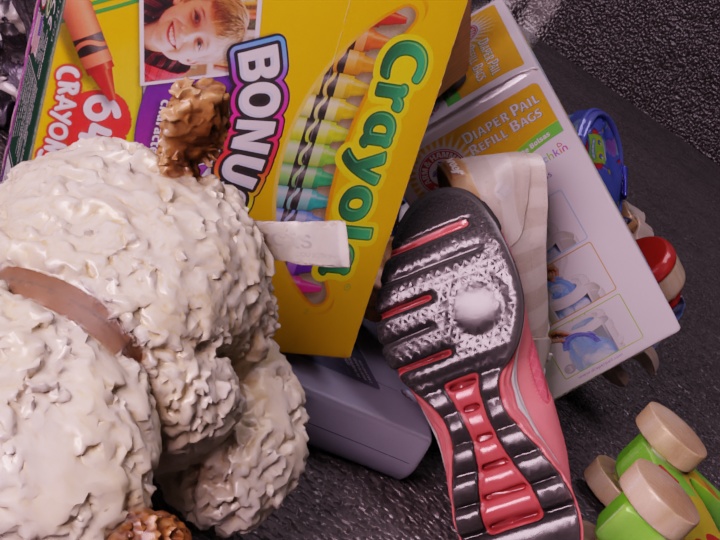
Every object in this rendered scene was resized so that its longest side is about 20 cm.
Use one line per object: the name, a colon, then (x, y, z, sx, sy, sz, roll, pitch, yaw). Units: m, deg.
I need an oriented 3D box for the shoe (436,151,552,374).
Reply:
shoe: (0.084, 0.023, 0.850, 0.053, 0.202, 0.070, -20, 36, -11)

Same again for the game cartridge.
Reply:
game cartridge: (-0.037, 0.030, 0.828, 0.132, 0.041, 0.200, 21, 21, -29)

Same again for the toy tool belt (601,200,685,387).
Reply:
toy tool belt: (0.169, 0.019, 1.092, 0.199, 0.125, 0.123, 20, -31, 56)

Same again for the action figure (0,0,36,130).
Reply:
action figure: (-0.182, -0.097, 0.784, 0.117, 0.103, 0.201, 9, -28, 8)

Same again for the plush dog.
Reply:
plush dog: (-0.103, 0.033, 0.544, 0.199, 0.161, 0.172, 31, 43, -5)

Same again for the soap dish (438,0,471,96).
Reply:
soap dish: (-0.045, -0.110, 0.868, 0.199, 0.157, 0.082, 14, -40, 54)

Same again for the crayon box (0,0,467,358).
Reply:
crayon box: (-0.061, -0.066, 0.684, 0.171, 0.202, 0.058, 7, 27, -24)

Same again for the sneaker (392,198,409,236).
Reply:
sneaker: (0.018, -0.072, 1.036, 0.082, 0.074, 0.201, 42, 54, -30)

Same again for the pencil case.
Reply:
pencil case: (0.092, -0.059, 1.071, 0.198, 0.079, 0.087, -6, -22, 36)

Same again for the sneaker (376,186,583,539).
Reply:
sneaker: (0.059, 0.060, 0.778, 0.087, 0.073, 0.202, 17, 59, -80)

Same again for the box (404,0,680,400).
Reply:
box: (0.093, -0.040, 0.924, 0.201, 0.101, 0.113, 56, 11, -30)

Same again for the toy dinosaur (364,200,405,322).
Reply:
toy dinosaur: (0.000, 0.000, 0.818, 0.199, 0.061, 0.106, 31, 18, -14)

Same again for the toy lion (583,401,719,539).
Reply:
toy lion: (0.205, 0.178, 0.858, 0.192, 0.069, 0.200, 43, 17, 3)
